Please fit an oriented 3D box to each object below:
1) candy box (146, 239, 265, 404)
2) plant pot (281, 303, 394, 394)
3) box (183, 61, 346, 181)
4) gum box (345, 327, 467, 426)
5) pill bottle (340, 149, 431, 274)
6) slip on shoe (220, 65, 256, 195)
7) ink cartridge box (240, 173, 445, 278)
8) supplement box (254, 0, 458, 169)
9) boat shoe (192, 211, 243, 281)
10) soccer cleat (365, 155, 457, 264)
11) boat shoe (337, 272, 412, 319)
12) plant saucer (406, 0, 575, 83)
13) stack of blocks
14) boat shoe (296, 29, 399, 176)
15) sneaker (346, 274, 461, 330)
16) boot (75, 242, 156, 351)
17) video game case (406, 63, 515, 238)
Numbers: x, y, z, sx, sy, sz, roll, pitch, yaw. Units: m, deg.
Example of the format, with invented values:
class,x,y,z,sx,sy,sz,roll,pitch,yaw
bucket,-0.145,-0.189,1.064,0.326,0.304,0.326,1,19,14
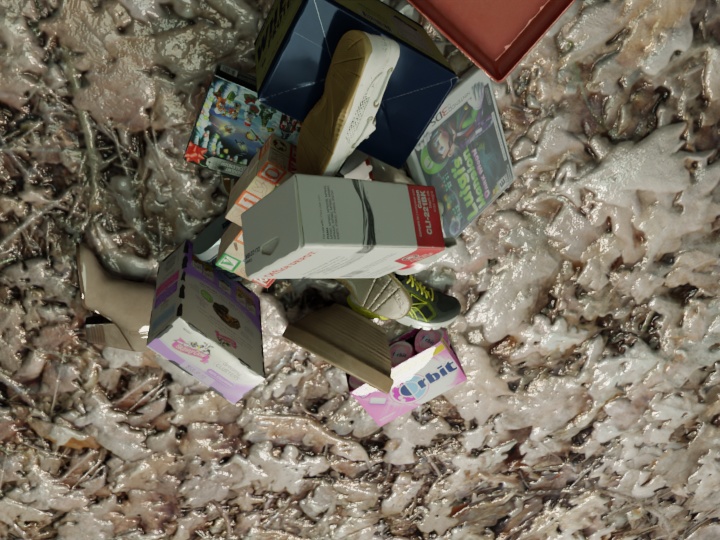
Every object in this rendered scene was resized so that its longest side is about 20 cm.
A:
class,x,y,z,sx,sy,sz,roll,pitch,yaw
candy box,-0.228,0.075,1.049,0.071,0.201,0.168,-38,122,15
plant pot,-0.023,0.117,1.148,0.200,0.200,0.093,32,81,-27
box,-0.118,-0.171,0.922,0.198,0.040,0.137,19,130,-17
gum box,0.086,0.185,1.263,0.199,0.066,0.114,-30,125,9
pill bottle,0.039,-0.096,1.040,0.110,0.111,0.200,-32,124,11
slip on shoe,-0.152,-0.192,0.971,0.075,0.061,0.201,7,131,-7
ink cartridge box,-0.024,-0.046,0.826,0.198,0.085,0.144,-1,166,-36
supplement box,-0.015,-0.262,0.864,0.199,0.201,0.135,23,118,-23
boat shoe,-0.153,-0.066,1.056,0.199,0.071,0.091,-35,133,14
soccer cleat,0.069,-0.094,0.946,0.077,0.070,0.201,-23,126,9
boat shoe,-0.002,0.001,1.095,0.200,0.063,0.073,32,115,-9
plant saucer,0.184,-0.387,0.920,0.199,0.037,0.200,32,113,-27
stack of blocks,-0.123,-0.074,0.945,0.114,0.059,0.200,26,130,-23
boat shoe,-0.012,-0.165,0.765,0.069,0.071,0.201,-8,145,-36
sneaker,0.080,0.043,1.163,0.198,0.075,0.085,6,122,-15
boot,-0.359,0.041,1.090,0.145,0.070,0.202,-5,125,-15
video game case,0.146,-0.164,1.011,0.182,0.023,0.201,-42,129,-24
